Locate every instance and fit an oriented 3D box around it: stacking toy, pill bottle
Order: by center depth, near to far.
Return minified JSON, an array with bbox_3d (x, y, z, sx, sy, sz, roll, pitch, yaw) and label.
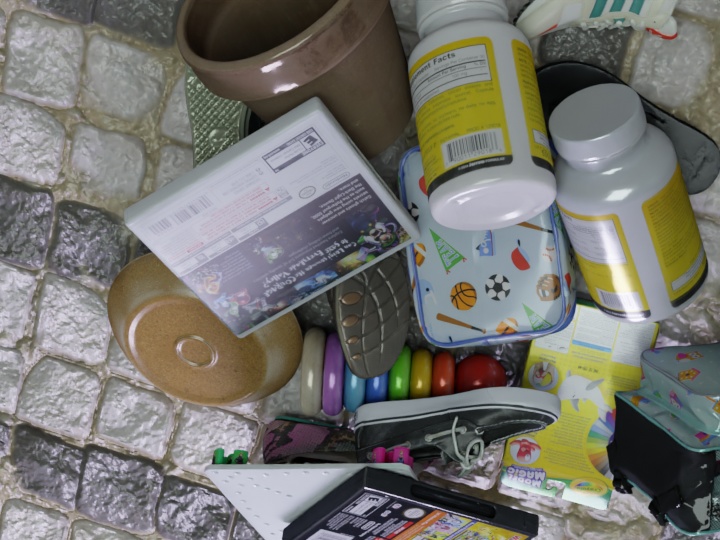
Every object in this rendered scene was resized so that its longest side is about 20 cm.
[{"bbox_3d":[0.100,-0.146,1.302,0.110,0.111,0.202,-12,70,12],"label":"pill bottle"},{"bbox_3d":[0.231,-0.059,1.326,0.111,0.113,0.201,-16,126,13],"label":"pill bottle"},{"bbox_3d":[0.042,0.104,1.463,0.198,0.085,0.086,4,107,1],"label":"stacking toy"}]

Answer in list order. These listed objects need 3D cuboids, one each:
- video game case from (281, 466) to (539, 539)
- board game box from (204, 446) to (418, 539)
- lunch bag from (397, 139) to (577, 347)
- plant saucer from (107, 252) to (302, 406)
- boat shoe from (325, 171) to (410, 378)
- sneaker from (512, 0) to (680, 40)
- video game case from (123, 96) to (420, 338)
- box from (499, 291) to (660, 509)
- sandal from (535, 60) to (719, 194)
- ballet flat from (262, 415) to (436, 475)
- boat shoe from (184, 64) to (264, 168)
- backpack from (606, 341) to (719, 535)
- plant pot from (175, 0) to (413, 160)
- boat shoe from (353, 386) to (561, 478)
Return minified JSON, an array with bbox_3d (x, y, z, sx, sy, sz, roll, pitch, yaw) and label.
[{"bbox_3d":[0.043,0.249,1.439,0.179,0.026,0.200,18,148,-18],"label":"video game case"},{"bbox_3d":[-0.024,0.219,1.453,0.198,0.026,0.200,-2,149,17],"label":"board game box"},{"bbox_3d":[0.112,-0.032,1.387,0.159,0.075,0.202,-8,89,19],"label":"lunch bag"},{"bbox_3d":[-0.155,0.068,1.458,0.198,0.036,0.202,8,132,9],"label":"plant saucer"},{"bbox_3d":[0.000,0.000,1.424,0.074,0.073,0.202,-4,89,-17],"label":"boat shoe"},{"bbox_3d":[0.233,-0.234,1.326,0.198,0.070,0.094,-27,95,13],"label":"sneaker"},{"bbox_3d":[-0.074,-0.041,1.317,0.199,0.023,0.182,-29,132,13],"label":"video game case"},{"bbox_3d":[0.208,0.124,1.452,0.116,0.048,0.202,14,106,5],"label":"box"},{"bbox_3d":[0.236,-0.132,1.371,0.198,0.043,0.077,22,109,2],"label":"sandal"},{"bbox_3d":[-0.001,0.184,1.487,0.198,0.069,0.072,1,63,11],"label":"ballet flat"},{"bbox_3d":[-0.123,-0.149,1.417,0.074,0.062,0.202,1,92,11],"label":"boat shoe"},{"bbox_3d":[0.343,0.145,1.362,0.198,0.176,0.155,3,101,-19],"label":"backpack"},{"bbox_3d":[-0.035,-0.188,1.326,0.199,0.201,0.175,-24,130,15],"label":"plant pot"},{"bbox_3d":[0.090,0.154,1.406,0.197,0.074,0.069,-5,64,8],"label":"boat shoe"}]
